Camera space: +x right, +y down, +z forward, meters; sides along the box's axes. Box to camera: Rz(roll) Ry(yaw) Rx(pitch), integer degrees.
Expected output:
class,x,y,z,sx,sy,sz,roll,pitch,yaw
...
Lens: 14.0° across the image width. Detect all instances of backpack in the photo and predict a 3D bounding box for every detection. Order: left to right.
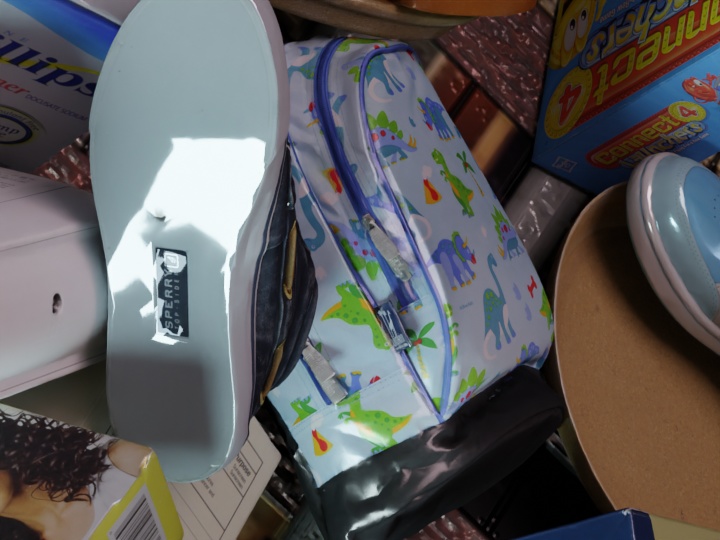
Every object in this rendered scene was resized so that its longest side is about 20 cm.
class,x,y,z,sx,sy,sz,roll,pitch,yaw
backpack,0.000,0.000,1.242,0.200,0.154,0.163,50,24,12

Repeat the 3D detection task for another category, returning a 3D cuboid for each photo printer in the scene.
class,x,y,z,sx,sy,sz,roll,pitch,yaw
photo printer,-0.180,-0.001,1.075,0.200,0.166,0.069,-22,122,-70

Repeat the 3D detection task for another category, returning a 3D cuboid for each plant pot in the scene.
class,x,y,z,sx,sy,sz,roll,pitch,yaw
plant pot,0.148,0.056,1.366,0.200,0.027,0.200,24,56,-40

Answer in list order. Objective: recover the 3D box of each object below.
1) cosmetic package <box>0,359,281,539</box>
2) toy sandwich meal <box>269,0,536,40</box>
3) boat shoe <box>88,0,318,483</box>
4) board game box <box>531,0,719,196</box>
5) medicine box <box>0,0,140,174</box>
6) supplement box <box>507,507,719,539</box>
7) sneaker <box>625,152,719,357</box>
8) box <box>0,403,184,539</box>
class,x,y,z,sx,sy,sz,roll,pitch,yaw
cosmetic package,-0.120,0.114,1.133,0.104,0.073,0.200,58,46,-34
toy sandwich meal,-0.019,-0.161,1.267,0.205,0.070,0.205,20,17,-7
boat shoe,-0.054,-0.027,1.082,0.071,0.200,0.091,13,26,13
board game box,0.172,-0.155,1.378,0.056,0.200,0.196,25,59,-24
medicine box,-0.144,-0.142,1.157,0.103,0.200,0.182,23,60,-25
supplement box,0.108,0.214,1.180,0.200,0.134,0.200,18,58,-60
sneaker,0.222,0.005,1.349,0.200,0.131,0.080,45,47,-24
box,-0.168,0.080,1.063,0.075,0.200,0.050,-56,145,-35
